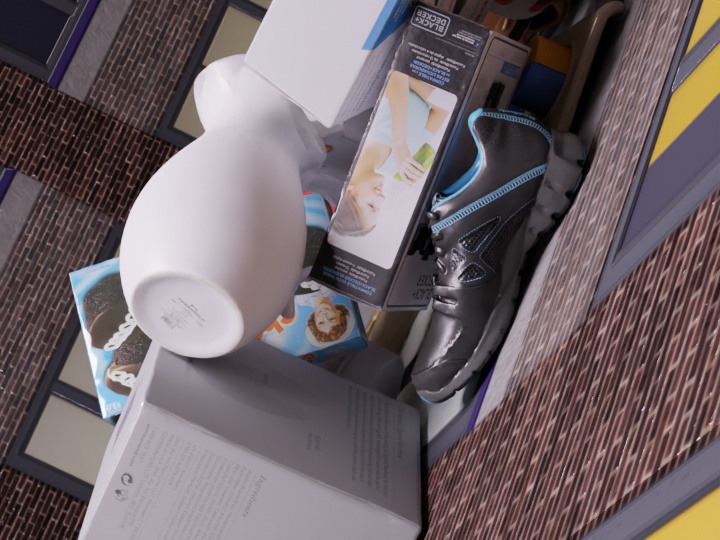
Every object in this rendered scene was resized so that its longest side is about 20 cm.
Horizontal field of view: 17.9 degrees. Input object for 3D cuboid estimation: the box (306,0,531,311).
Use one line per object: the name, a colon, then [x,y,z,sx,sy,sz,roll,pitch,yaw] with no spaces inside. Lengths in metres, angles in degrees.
box: [0.041,-0.074,1.553,0.202,0.060,0.117,-68,-16,5]

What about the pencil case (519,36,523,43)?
pencil case: [0.060,-0.166,1.902,0.200,0.094,0.091,-35,-2,-43]

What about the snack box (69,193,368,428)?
snack box: [-0.103,0.029,1.661,0.037,0.198,0.117,56,-163,-70]

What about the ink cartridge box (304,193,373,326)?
ink cartridge box: [-0.037,-0.011,1.968,0.200,0.115,0.068,100,175,-62]

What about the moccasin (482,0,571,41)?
moccasin: [0.135,-0.216,1.798,0.202,0.077,0.074,-48,-17,-24]

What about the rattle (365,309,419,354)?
rattle: [0.000,0.000,1.809,0.130,0.142,0.201,-47,-11,-35]

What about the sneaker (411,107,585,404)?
sneaker: [0.072,-0.011,1.503,0.073,0.081,0.201,-125,59,-79]

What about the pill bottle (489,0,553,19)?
pill bottle: [0.153,-0.283,1.671,0.200,0.111,0.112,-40,22,42]

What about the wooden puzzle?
wooden puzzle: [0.109,-0.096,1.643,0.201,0.046,0.185,-66,9,-11]

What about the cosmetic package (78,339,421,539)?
cosmetic package: [-0.070,0.142,1.542,0.200,0.199,0.124,-85,20,-72]

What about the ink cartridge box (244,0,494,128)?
ink cartridge box: [0.026,-0.200,1.590,0.200,0.083,0.146,-31,-26,-56]

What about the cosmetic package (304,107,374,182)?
cosmetic package: [0.013,-0.092,1.718,0.082,0.199,0.051,-21,68,32]

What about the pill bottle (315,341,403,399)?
pill bottle: [-0.072,0.060,1.733,0.112,0.199,0.112,-53,-21,-30]

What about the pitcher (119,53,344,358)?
pitcher: [-0.072,-0.024,1.557,0.121,0.171,0.201,-31,27,39]
